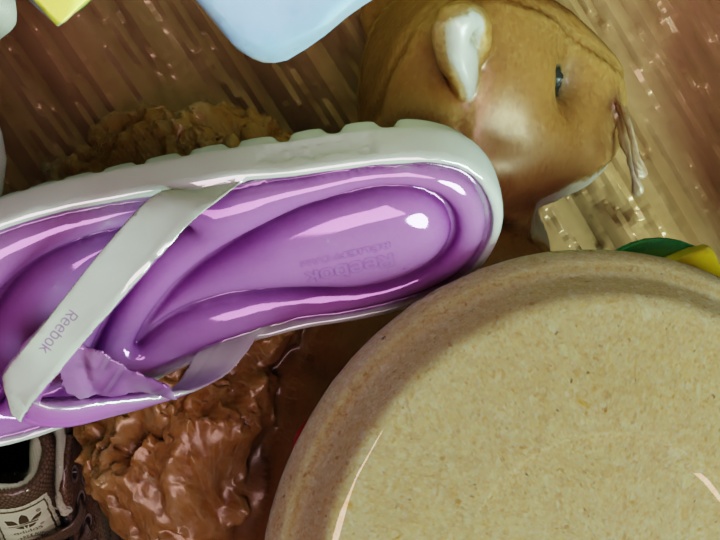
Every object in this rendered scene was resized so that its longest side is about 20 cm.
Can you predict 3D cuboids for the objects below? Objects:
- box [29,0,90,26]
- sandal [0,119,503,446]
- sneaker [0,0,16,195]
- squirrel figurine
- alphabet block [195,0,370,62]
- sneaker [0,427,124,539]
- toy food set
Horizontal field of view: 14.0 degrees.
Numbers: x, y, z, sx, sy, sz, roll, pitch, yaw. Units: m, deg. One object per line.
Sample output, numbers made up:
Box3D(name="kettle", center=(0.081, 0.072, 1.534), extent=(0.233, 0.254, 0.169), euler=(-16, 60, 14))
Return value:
Box3D(name="box", center=(-0.144, -0.164, 0.835), extent=(0.048, 0.117, 0.200), euler=(-44, 110, -2))
Box3D(name="sandal", center=(-0.056, 0.010, 0.819), extent=(0.202, 0.050, 0.083), euler=(-21, 130, 2))
Box3D(name="sneaker", center=(-0.153, -0.013, 0.856), extent=(0.078, 0.099, 0.200), euler=(-5, 119, -43))
Box3D(name="squirrel figurine", center=(0.000, 0.000, 0.907), extent=(0.200, 0.142, 0.187), euler=(3, 103, -11))
Box3D(name="alphabet block", center=(-0.018, -0.204, 0.794), extent=(0.195, 0.200, 0.196), euler=(-34, 110, 6))
Box3D(name="sneaker", center=(-0.115, 0.077, 0.949), extent=(0.070, 0.076, 0.200), euler=(-18, 111, -1))
Box3D(name="toy food set", center=(0.068, 0.092, 0.844), extent=(0.198, 0.049, 0.200), euler=(-21, 96, -12))
